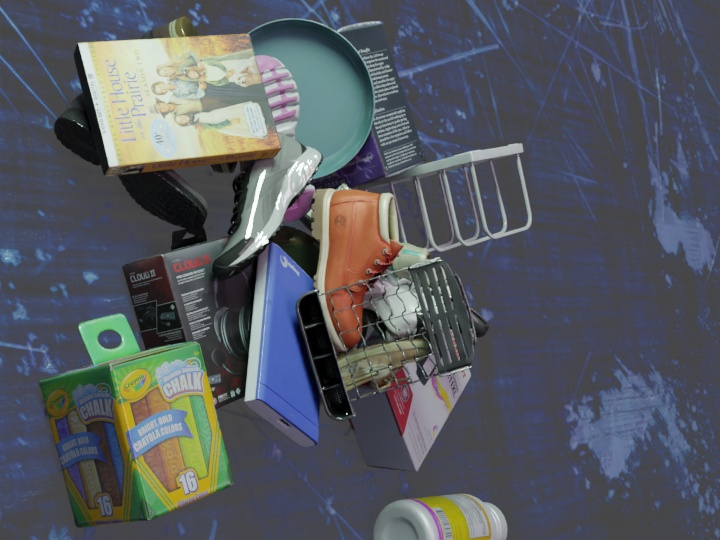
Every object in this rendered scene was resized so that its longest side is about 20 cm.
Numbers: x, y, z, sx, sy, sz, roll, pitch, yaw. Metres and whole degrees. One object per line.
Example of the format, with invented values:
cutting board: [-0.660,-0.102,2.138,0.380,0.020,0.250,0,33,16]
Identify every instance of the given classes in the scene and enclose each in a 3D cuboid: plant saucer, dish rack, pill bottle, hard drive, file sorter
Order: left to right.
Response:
hard drive: [-0.083,0.086,1.264,0.132,0.025,0.201,47,37,-48]
plant saucer: [-0.079,-0.213,1.363,0.027,0.199,0.201,-65,132,-70]
dish rack: [0.035,0.074,1.279,0.055,0.199,0.154,-150,-137,-84]
pill bottle: [0.115,0.358,1.484,0.200,0.104,0.105,9,72,-49]
file sorter: [0.125,-0.095,1.555,0.139,0.199,0.125,-17,94,-51]

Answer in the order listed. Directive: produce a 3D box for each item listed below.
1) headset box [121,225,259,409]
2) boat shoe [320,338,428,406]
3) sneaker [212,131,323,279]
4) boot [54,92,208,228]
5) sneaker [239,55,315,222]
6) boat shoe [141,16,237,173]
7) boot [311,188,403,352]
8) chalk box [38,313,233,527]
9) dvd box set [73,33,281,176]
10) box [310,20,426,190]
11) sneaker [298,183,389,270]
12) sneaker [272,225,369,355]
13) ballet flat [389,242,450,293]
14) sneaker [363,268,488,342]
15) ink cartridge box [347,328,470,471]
headset box: [-0.174,0.050,1.248,0.149,0.077,0.201,-18,95,-51]
boat shoe: [-0.008,0.132,1.346,0.073,0.199,0.063,27,45,-80]
sneaker: [-0.120,-0.074,1.239,0.079,0.074,0.201,34,60,-11]
boot: [-0.229,-0.150,1.222,0.200,0.070,0.132,41,49,-19]
sneaker: [-0.117,-0.159,1.328,0.080,0.088,0.201,-18,109,-26]
boat shoe: [-0.201,-0.203,1.301,0.072,0.066,0.201,-84,161,-52]
boot: [0.000,0.000,1.325,0.075,0.107,0.201,-15,104,-75]
chalk box: [-0.232,0.143,1.113,0.124,0.123,0.201,-15,91,-51]
dvd box set: [-0.197,-0.183,1.188,0.199,0.029,0.147,-9,76,-29]
box: [-0.024,-0.209,1.450,0.104,0.148,0.201,-27,98,-51]
sneaker: [0.003,-0.046,1.447,0.089,0.077,0.200,-46,142,0]
sneaker: [-0.054,0.038,1.401,0.200,0.067,0.090,49,41,-34]
ballet flat: [0.099,0.025,1.551,0.200,0.062,0.068,49,51,-56]
sneaker: [0.065,0.063,1.407,0.199,0.074,0.089,21,74,-7]
ink cartridge box: [0.063,0.147,1.477,0.200,0.083,0.146,-53,133,-44]
